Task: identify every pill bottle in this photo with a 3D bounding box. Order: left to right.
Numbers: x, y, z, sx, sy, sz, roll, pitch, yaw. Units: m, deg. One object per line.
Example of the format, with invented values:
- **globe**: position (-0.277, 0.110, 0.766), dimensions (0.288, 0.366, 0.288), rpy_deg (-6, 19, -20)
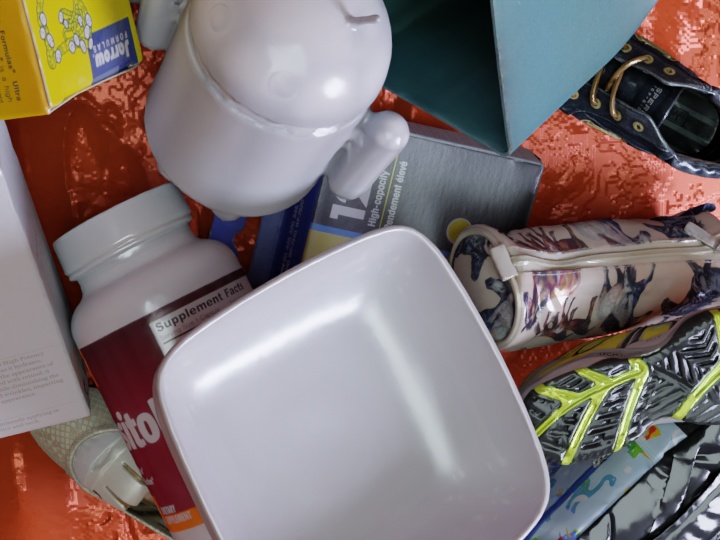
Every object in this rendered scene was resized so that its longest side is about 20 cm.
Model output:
- **pill bottle**: position (-0.106, 0.056, 0.835), dimensions (0.112, 0.113, 0.202), rpy_deg (-27, 91, -1)

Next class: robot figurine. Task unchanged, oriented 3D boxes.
- **robot figurine**: position (-0.053, -0.107, 0.758), dimensions (0.169, 0.200, 0.114), rpy_deg (34, 56, -6)

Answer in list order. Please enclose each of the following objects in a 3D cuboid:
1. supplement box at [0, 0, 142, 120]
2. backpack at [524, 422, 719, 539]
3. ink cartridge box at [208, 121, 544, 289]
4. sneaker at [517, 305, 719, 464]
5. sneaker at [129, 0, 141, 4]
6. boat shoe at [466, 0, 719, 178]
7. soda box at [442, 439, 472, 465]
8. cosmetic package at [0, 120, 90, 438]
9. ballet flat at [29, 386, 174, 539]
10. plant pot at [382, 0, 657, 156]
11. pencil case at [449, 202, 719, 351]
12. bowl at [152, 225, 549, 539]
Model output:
- **supplement box**: position (-0.236, -0.139, 0.730), dimensions (0.197, 0.109, 0.111), rpy_deg (-5, 110, 19)
- **backpack**: position (0.181, 0.181, 0.931), dimensions (0.201, 0.153, 0.163), rpy_deg (-50, 123, -6)
- **ink cartridge box**: position (0.000, 0.000, 0.888), dimensions (0.197, 0.047, 0.200), rpy_deg (10, 106, -15)
- **sneaker**: position (0.187, 0.058, 0.843), dimensions (0.197, 0.076, 0.076), rpy_deg (-12, 104, -3)
- **sneaker**: position (-0.091, -0.171, 0.799), dimensions (0.197, 0.085, 0.074), rpy_deg (8, 103, -14)
- **boat shoe**: position (0.157, -0.123, 0.852), dimensions (0.198, 0.091, 0.071), rpy_deg (24, 102, -16)
- **soda box**: position (0.060, 0.175, 0.912), dimensions (0.062, 0.071, 0.202), rpy_deg (7, 122, -10)
- **cosmetic package**: position (-0.230, 0.008, 0.795), dimensions (0.100, 0.074, 0.202), rpy_deg (-13, 132, -7)
- **ballet flat**: position (-0.129, 0.142, 0.897), dimensions (0.199, 0.062, 0.068), rpy_deg (33, 102, -17)
- **plant pot**: position (0.095, -0.198, 0.768), dimensions (0.199, 0.141, 0.142), rpy_deg (-38, 139, -23)
- **pencil case**: position (0.150, 0.002, 0.866), dimensions (0.198, 0.079, 0.090), rpy_deg (-6, 150, -28)
- **bowl**: position (-0.009, 0.097, 0.767), dimensions (0.198, 0.075, 0.202), rpy_deg (-29, 92, -26)
